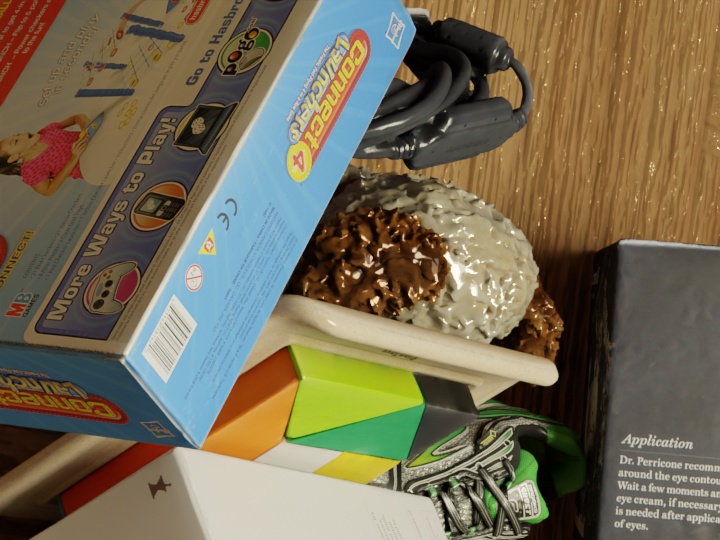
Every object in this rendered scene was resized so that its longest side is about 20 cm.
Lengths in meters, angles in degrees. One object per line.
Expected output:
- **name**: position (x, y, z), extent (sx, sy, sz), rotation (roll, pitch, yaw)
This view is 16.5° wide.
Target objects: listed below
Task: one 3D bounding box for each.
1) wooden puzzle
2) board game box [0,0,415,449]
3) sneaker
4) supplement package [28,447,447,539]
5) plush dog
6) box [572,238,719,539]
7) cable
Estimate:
- **wooden puzzle**: position (-0.039, 0.074, 1.040), extent (0.185, 0.200, 0.037), rotation (15, 52, -54)
- **board game box**: position (-0.106, -0.037, 0.933), extent (0.056, 0.196, 0.200), rotation (55, 51, -41)
- **sneaker**: position (0.042, 0.108, 1.246), extent (0.200, 0.085, 0.078), rotation (-27, 114, -49)
- **supplement package**: position (-0.045, 0.162, 1.036), extent (0.200, 0.120, 0.121), rotation (20, 43, -56)
- **plush dog**: position (0.000, 0.000, 1.103), extent (0.200, 0.172, 0.161), rotation (11, 83, -53)
- **box**: position (0.180, 0.088, 1.340), extent (0.197, 0.117, 0.200), rotation (37, 58, -88)
- **cable**: position (-0.025, -0.097, 1.079), extent (0.200, 0.163, 0.051), rotation (-16, 136, -49)
